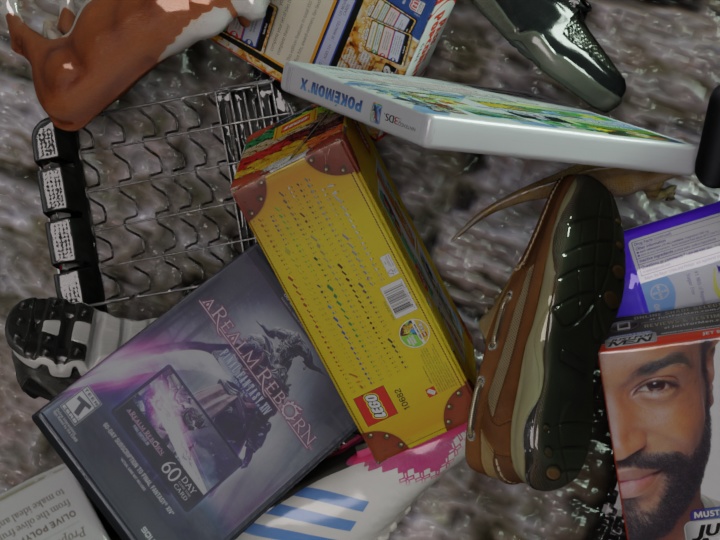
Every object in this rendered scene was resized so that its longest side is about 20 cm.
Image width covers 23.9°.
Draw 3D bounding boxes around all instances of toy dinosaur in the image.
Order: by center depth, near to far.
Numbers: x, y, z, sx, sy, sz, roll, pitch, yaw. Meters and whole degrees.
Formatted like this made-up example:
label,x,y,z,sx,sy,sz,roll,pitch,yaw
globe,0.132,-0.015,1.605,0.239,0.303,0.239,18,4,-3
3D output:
label,x,y,z,sx,sy,sz,roll,pitch,yaw
toy dinosaur,0.158,-0.061,1.125,0.200,0.101,0.058,-10,87,9

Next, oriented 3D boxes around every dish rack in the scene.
label,x,y,z,sx,sy,sz,roll,pitch,yaw
dish rack,-0.131,-0.052,1.201,0.200,0.055,0.153,-10,88,7

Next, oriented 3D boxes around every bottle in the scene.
label,x,y,z,sx,sy,sz,roll,pitch,yaw
bottle,0.256,-0.011,1.117,0.200,0.084,0.065,-17,51,8

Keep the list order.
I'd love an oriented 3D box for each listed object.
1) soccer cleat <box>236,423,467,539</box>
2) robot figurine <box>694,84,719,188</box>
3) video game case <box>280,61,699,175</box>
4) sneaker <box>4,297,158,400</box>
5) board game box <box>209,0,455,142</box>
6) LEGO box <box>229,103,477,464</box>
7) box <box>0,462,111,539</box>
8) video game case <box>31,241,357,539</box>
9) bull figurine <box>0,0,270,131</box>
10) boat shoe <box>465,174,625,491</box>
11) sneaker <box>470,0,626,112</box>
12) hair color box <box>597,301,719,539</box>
label,x,y,z,sx,sy,sz,roll,pitch,yaw
soccer cleat,0.004,0.157,1.170,0.200,0.070,0.086,-24,101,10
robot figurine,0.303,-0.083,1.024,0.200,0.125,0.150,-12,79,-21
video game case,0.078,-0.095,1.059,0.200,0.182,0.022,4,104,-31
sneaker,-0.152,0.075,1.195,0.200,0.091,0.066,12,52,-8
board game box,-0.037,-0.203,1.153,0.200,0.046,0.152,33,125,10
LEGO box,0.000,0.000,1.097,0.077,0.149,0.200,-25,104,8
box,-0.248,0.257,1.104,0.200,0.199,0.171,-28,84,-24
video game case,-0.096,0.093,1.110,0.200,0.019,0.143,-40,97,-31
bull figurine,-0.151,-0.179,1.142,0.200,0.065,0.121,-34,75,17
boat shoe,0.105,0.035,1.036,0.074,0.076,0.200,-3,61,40
sneaker,0.129,-0.205,1.147,0.114,0.076,0.199,-42,77,13
hair color box,0.220,0.125,1.096,0.111,0.064,0.200,-9,108,10
